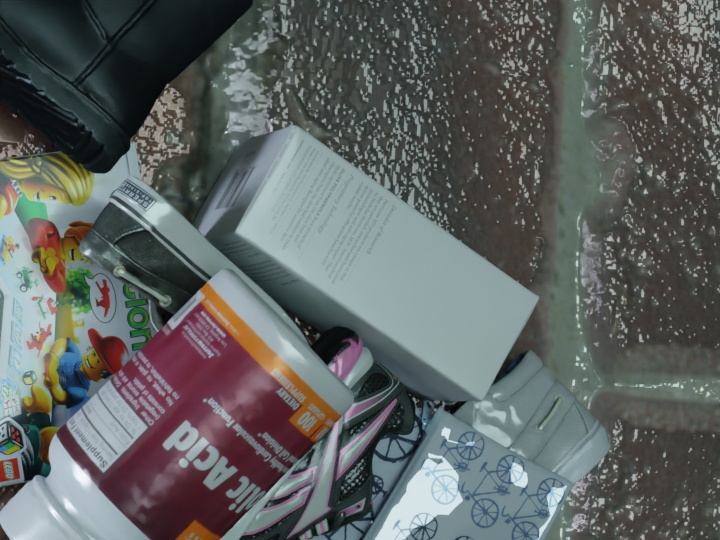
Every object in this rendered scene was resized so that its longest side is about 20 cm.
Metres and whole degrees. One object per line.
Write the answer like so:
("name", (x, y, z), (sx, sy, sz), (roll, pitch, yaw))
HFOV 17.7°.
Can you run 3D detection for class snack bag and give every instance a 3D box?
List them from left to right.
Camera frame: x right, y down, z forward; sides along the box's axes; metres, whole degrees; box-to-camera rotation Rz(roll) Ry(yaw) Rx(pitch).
("snack bag", (0.007, 0.167, 1.479), (0.199, 0.021, 0.189), (30, 77, 9))

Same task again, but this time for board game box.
("board game box", (-0.189, 0.027, 1.444), (0.126, 0.035, 0.201), (-9, 91, -23))

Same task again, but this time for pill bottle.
("pill bottle", (-0.110, 0.107, 1.362), (0.200, 0.114, 0.114), (-45, 104, -1))

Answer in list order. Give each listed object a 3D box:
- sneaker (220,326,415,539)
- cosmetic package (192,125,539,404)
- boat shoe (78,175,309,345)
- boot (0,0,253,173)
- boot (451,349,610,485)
("sneaker", (-0.036, 0.140, 1.442), (0.086, 0.080, 0.200), (37, 91, -15))
("cosmetic package", (0.000, 0.000, 1.483), (0.200, 0.108, 0.085), (34, 75, -19))
("boat shoe", (-0.104, 0.018, 1.437), (0.064, 0.071, 0.200), (-51, 133, -6))
("boot", (-0.178, -0.182, 1.426), (0.200, 0.076, 0.168), (41, 64, -15))
("boot", (0.069, 0.142, 1.533), (0.200, 0.074, 0.096), (-42, 93, -23))
